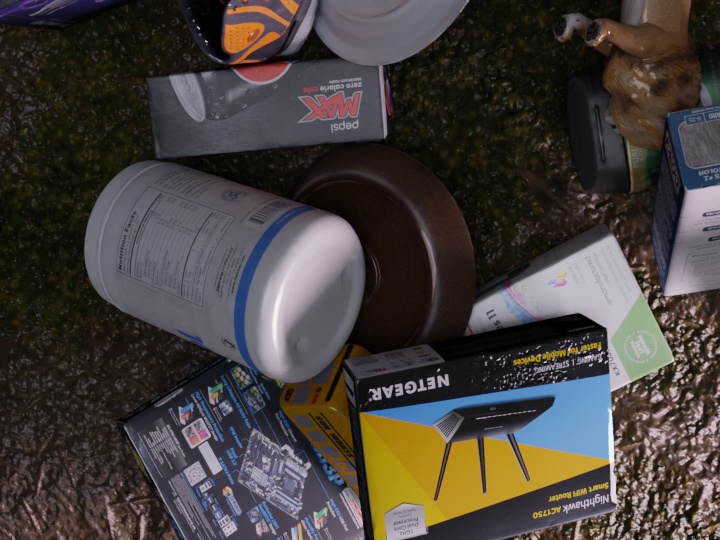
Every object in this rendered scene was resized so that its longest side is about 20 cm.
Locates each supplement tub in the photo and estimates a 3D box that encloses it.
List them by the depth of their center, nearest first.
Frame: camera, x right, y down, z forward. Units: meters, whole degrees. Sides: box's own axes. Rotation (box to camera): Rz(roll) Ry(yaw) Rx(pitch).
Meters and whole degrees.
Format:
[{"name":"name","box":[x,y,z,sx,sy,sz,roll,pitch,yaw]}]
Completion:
[{"name":"supplement tub","box":[-0.106,-0.003,0.783,0.197,0.131,0.135,18,104,32]}]

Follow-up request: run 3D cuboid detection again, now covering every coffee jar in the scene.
[{"name":"coffee jar","box":[0.258,-0.122,0.760,0.196,0.085,0.107,-9,99,10]}]

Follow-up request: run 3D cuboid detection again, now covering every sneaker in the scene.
[{"name":"sneaker","box":[-0.068,-0.234,0.719,0.077,0.111,0.202,37,129,22]}]

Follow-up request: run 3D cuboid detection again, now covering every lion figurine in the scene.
[{"name":"lion figurine","box":[0.200,-0.190,0.676,0.120,0.072,0.204,12,95,-28]}]

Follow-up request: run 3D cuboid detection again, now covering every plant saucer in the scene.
[{"name":"plant saucer","box":[0.000,0.000,0.811,0.197,0.034,0.205,9,106,33]}]

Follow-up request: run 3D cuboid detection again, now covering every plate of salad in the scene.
[{"name":"plate of salad","box":[0.029,-0.256,0.755,0.197,0.048,0.205,-5,82,41]}]

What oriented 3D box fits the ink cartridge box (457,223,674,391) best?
[{"name":"ink cartridge box","box":[0.141,0.061,0.821,0.198,0.067,0.119,-28,95,13]}]

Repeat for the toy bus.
[{"name":"toy bus","box":[0.021,0.150,0.824,0.077,0.066,0.201,-9,131,36]}]

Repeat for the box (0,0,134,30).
[{"name":"box","box":[-0.204,-0.273,0.776,0.196,0.148,0.106,-17,97,13]}]

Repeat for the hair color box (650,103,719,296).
[{"name":"hair color box","box":[0.268,-0.049,0.714,0.098,0.200,0.062,-9,68,9]}]

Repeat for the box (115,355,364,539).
[{"name":"box","box":[-0.093,0.175,0.849,0.158,0.046,0.203,-31,96,-23]}]

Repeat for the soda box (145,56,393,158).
[{"name":"soda box","box":[-0.073,-0.136,0.822,0.196,0.063,0.072,-4,100,9]}]

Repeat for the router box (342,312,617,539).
[{"name":"router box","box":[0.093,0.126,0.749,0.196,0.051,0.152,-10,104,-12]}]
